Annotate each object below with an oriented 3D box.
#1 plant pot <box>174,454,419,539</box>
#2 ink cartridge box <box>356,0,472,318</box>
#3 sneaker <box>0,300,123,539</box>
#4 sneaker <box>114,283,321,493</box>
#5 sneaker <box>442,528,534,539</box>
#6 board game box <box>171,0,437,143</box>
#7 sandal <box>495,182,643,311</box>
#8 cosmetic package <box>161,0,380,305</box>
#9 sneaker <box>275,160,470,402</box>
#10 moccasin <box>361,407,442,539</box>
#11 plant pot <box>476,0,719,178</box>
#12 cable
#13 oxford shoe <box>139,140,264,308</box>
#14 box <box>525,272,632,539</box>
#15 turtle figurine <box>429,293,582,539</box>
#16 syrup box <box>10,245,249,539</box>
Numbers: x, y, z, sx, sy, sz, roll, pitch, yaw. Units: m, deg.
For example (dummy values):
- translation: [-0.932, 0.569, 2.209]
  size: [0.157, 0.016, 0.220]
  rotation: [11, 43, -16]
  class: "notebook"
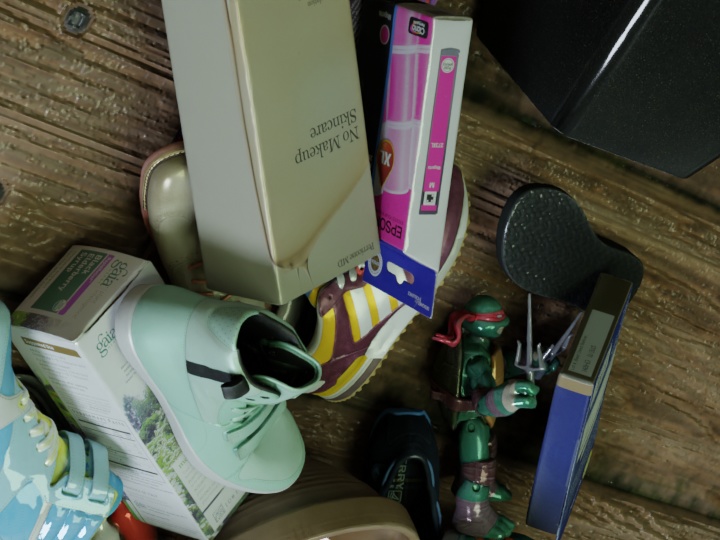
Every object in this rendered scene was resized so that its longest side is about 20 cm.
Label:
- translation: [-0.065, 0.196, 1.505]
  size: [0.200, 0.093, 0.201]
  rotation: [-21, 154, -11]
  class: "plant pot"
- translation: [0.025, -0.077, 1.374]
  size: [0.037, 0.095, 0.201]
  rotation: [-3, 107, -29]
  class: "ink cartridge box"
- translation: [-0.214, 0.103, 1.358]
  size: [0.130, 0.080, 0.201]
  rotation: [1, 117, -21]
  class: "sneaker"
- translation: [-0.065, 0.089, 1.342]
  size: [0.074, 0.118, 0.201]
  rotation: [-60, 137, -24]
  class: "sneaker"
- translation: [0.104, 0.233, 1.598]
  size: [0.200, 0.079, 0.072]
  rotation: [-24, 120, -76]
  class: "sneaker"
- translation: [-0.042, -0.125, 1.404]
  size: [0.120, 0.032, 0.201]
  rotation: [25, 101, -35]
  class: "board game box"
- translation: [0.148, -0.015, 1.584]
  size: [0.076, 0.048, 0.200]
  rotation: [-53, 143, 2]
  class: "sandal"
- translation: [-0.055, -0.092, 1.319]
  size: [0.103, 0.073, 0.201]
  rotation: [-29, 119, -41]
  class: "cosmetic package"
- translation: [0.000, 0.000, 1.471]
  size: [0.090, 0.075, 0.201]
  rotation: [22, 101, -44]
  class: "sneaker"
- translation: [0.024, 0.201, 1.593]
  size: [0.080, 0.068, 0.201]
  rotation: [-6, 121, -2]
  class: "moccasin"
- translation: [0.197, -0.182, 1.430]
  size: [0.199, 0.200, 0.178]
  rotation: [17, 117, -38]
  class: "plant pot"
- translation: [-0.190, 0.142, 1.444]
  size: [0.097, 0.050, 0.201]
  rotation: [-32, 128, -19]
  class: "cable"
- translation: [-0.095, -0.001, 1.386]
  size: [0.070, 0.074, 0.201]
  rotation: [-20, 136, -2]
  class: "oxford shoe"
- translation: [0.165, 0.115, 1.608]
  size: [0.121, 0.032, 0.201]
  rotation: [-62, 163, -46]
  class: "box"
- translation: [0.102, 0.092, 1.579]
  size: [0.150, 0.100, 0.201]
  rotation: [-42, 141, -64]
  class: "turtle figurine"
- translation: [-0.147, 0.083, 1.400]
  size: [0.079, 0.081, 0.201]
  rotation: [-51, 130, -28]
  class: "syrup box"
